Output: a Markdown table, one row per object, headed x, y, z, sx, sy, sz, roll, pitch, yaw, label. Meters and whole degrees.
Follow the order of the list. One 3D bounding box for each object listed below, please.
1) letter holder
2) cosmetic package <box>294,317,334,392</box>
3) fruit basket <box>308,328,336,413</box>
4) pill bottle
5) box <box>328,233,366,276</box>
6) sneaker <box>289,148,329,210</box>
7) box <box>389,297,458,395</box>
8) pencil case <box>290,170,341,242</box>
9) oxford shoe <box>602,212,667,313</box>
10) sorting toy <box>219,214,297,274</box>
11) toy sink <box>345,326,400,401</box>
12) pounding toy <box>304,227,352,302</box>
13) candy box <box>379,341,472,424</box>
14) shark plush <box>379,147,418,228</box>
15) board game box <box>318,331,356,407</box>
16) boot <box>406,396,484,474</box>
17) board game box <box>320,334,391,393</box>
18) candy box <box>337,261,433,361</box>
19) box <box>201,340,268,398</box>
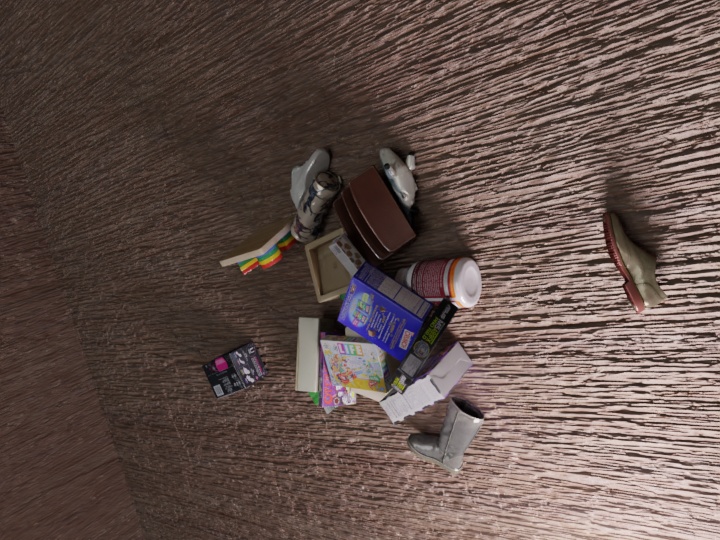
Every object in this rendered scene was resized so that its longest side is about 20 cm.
| x | y | z | sx | sy | sz | roll | pitch | yaw | label |
| --- | --- | --- | --- | --- | --- | --- | --- | --- | --- |
| 0.026 | -0.125 | 1.483 | 0.140 | 0.101 | 0.203 | -31 | 84 | -3 | letter holder |
| -0.130 | 0.238 | 1.723 | 0.071 | 0.103 | 0.207 | 0 | 83 | 24 | cosmetic package |
| -0.085 | 0.301 | 1.806 | 0.199 | 0.093 | 0.187 | -41 | 79 | 25 | fruit basket |
| 0.181 | 0.032 | 1.447 | 0.196 | 0.112 | 0.116 | -4 | 104 | 40 | pill bottle |
| 0.000 | 0.000 | 1.504 | 0.201 | 0.039 | 0.041 | 51 | 147 | -12 | box |
| -0.152 | -0.265 | 1.653 | 0.089 | 0.074 | 0.202 | 54 | 133 | 26 | sneaker |
| 0.143 | 0.177 | 1.390 | 0.044 | 0.202 | 0.161 | 33 | 158 | 10 | box |
| -0.120 | -0.173 | 1.646 | 0.078 | 0.088 | 0.202 | 50 | 130 | 26 | pencil case |
| 0.532 | -0.025 | 1.177 | 0.073 | 0.070 | 0.205 | -22 | 90 | 15 | oxford shoe |
| -0.275 | -0.066 | 1.748 | 0.197 | 0.199 | 0.071 | -13 | 115 | 41 | sorting toy |
| 0.045 | 0.232 | 1.638 | 0.128 | 0.111 | 0.206 | 12 | 118 | 36 | toy sink |
| -0.040 | 0.007 | 1.629 | 0.181 | 0.140 | 0.206 | -20 | 82 | 42 | pounding toy |
| 0.164 | 0.283 | 1.515 | 0.072 | 0.167 | 0.199 | 52 | 132 | 3 | candy box |
| 0.105 | -0.206 | 1.483 | 0.083 | 0.090 | 0.203 | 9 | 134 | 57 | shark plush |
| -0.062 | 0.275 | 1.698 | 0.032 | 0.117 | 0.207 | -1 | 87 | 57 | board game box |
| 0.220 | 0.418 | 1.586 | 0.178 | 0.073 | 0.205 | 20 | 125 | 18 | boot |
| -0.012 | 0.243 | 1.590 | 0.196 | 0.034 | 0.138 | -2 | 108 | 42 | board game box |
| 0.057 | 0.102 | 1.460 | 0.197 | 0.077 | 0.171 | 33 | 137 | 10 | candy box |
| -0.431 | 0.343 | 2.077 | 0.198 | 0.114 | 0.135 | -26 | 91 | 43 | box |
